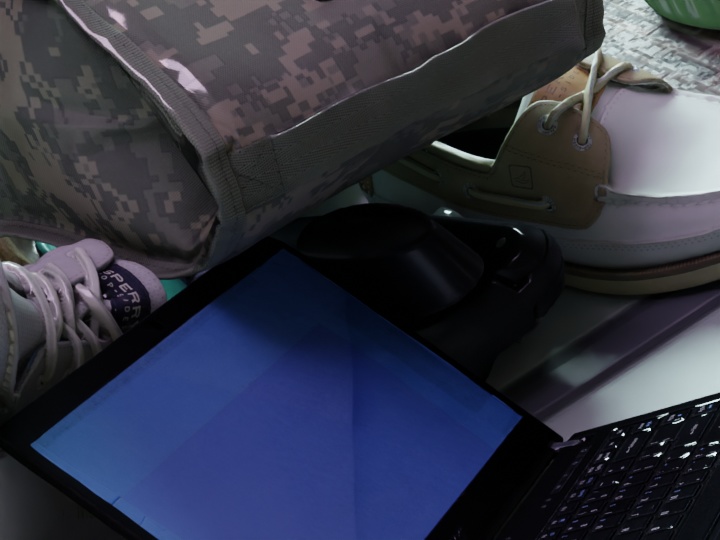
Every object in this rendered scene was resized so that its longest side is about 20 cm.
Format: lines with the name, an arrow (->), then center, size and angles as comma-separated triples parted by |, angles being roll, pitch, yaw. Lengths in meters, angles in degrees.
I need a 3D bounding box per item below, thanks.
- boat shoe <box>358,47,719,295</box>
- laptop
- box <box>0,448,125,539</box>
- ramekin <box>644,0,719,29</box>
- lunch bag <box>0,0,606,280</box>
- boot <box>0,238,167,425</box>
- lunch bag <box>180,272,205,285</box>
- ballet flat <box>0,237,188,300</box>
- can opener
boat shoe -> 0.077, -0.039, 0.793 | 0.199, 0.069, 0.075 | -3, 35, 39
laptop -> 0.040, 0.032, 0.611 | 0.199, 0.104, 0.177 | -19, 11, 27
box -> -0.173, 0.077, 0.643 | 0.199, 0.037, 0.144 | -9, -7, 14
ramekin -> 0.182, -0.184, 0.924 | 0.199, 0.098, 0.200 | -21, 27, 11
lunch bag -> -0.039, -0.076, 0.739 | 0.164, 0.118, 0.200 | -28, 25, -32
boot -> -0.101, 0.011, 0.649 | 0.095, 0.074, 0.200 | -14, -2, -20
lunch bag -> -0.066, -0.098, 0.964 | 0.201, 0.127, 0.169 | -64, 29, -2
ballet flat -> -0.133, -0.003, 0.836 | 0.065, 0.200, 0.071 | -52, -2, 18
can opener -> 0.000, 0.000, 0.806 | 0.063, 0.079, 0.200 | -44, 21, -21
